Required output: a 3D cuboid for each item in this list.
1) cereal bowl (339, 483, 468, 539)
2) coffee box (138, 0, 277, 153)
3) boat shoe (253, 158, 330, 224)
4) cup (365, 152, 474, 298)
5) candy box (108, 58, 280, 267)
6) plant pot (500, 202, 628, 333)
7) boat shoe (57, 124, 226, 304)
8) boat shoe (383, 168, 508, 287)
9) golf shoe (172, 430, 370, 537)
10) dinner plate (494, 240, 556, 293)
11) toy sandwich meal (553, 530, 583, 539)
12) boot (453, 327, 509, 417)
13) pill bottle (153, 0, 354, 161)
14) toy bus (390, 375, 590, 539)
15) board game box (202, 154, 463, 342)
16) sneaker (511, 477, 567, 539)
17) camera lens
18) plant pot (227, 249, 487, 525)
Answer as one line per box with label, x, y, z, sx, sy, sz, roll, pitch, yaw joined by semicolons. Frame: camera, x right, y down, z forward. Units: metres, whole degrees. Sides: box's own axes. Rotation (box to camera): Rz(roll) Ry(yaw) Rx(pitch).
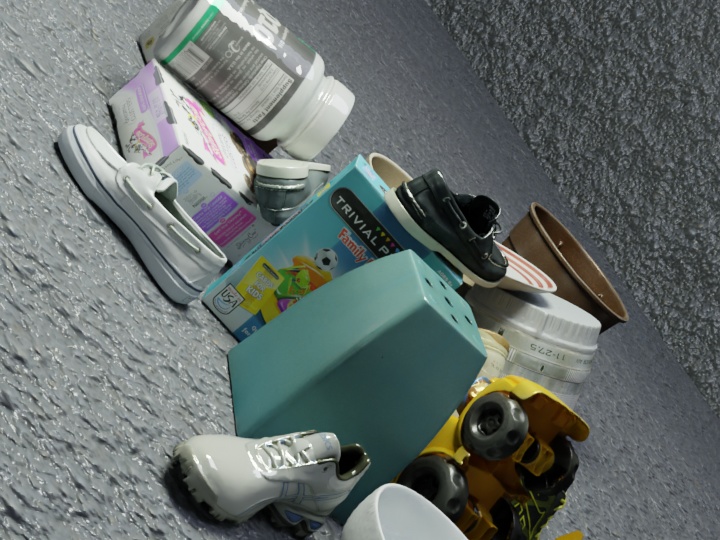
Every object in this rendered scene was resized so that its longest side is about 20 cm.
cereal bowl;0.048;0.279;1.352;0.200;0.083;0.200;47;15;-16
coffee box;-0.175;-0.210;1.887;0.114;0.080;0.200;37;20;-40
boat shoe;-0.073;-0.082;1.682;0.200;0.072;0.062;-40;134;-83
cup;0.025;-0.013;1.876;0.200;0.143;0.201;46;16;-17
candy box;-0.157;-0.100;1.690;0.200;0.071;0.168;39;18;-38
plant pot;0.221;0.049;2.194;0.200;0.198;0.200;45;16;-16
boat shoe;-0.195;-0.065;1.506;0.200;0.067;0.074;51;14;4
boat shoe;0.099;-0.045;1.532;0.199;0.066;0.075;34;21;-47
golf shoe;-0.068;0.151;1.301;0.200;0.097;0.079;22;33;-58
dinner plate;0.118;-0.020;1.753;0.199;0.024;0.200;28;12;-6
toy sandwich meal;0.248;0.360;1.765;0.205;0.070;0.205;46;15;-16
boot;0.046;0.133;1.685;0.073;0.199;0.156;48;51;-59
pill bottle;-0.111;-0.211;1.735;0.200;0.113;0.113;38;18;-17
toy bus;0.087;0.163;1.543;0.136;0.200;0.192;37;5;-45
board game box;-0.026;0.014;1.548;0.151;0.200;0.047;47;15;-9
sneaker;0.172;0.239;1.662;0.075;0.084;0.201;-65;154;-69
camera lens;0.157;0.122;1.779;0.159;0.201;0.160;21;9;-4
plant pot;0.005;0.089;1.457;0.141;0.200;0.142;42;17;-27
